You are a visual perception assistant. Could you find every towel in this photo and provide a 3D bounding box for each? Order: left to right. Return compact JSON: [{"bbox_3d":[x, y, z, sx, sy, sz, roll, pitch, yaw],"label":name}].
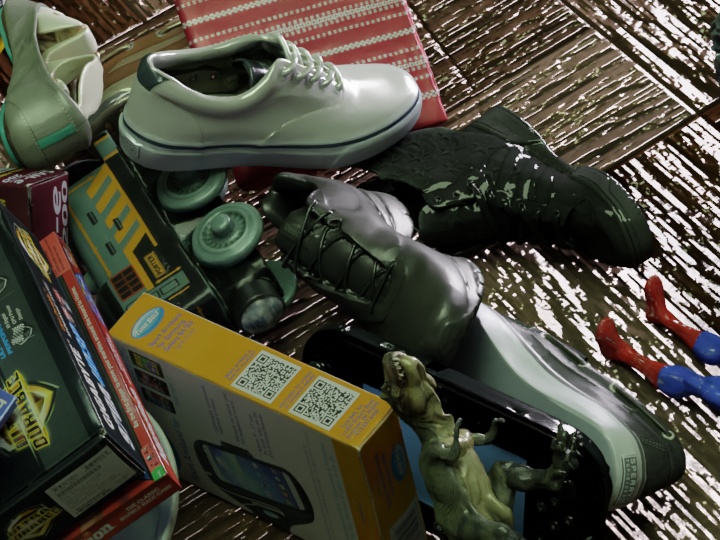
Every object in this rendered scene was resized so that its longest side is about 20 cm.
[{"bbox_3d":[-0.041,-0.159,1.595,0.144,0.022,0.201,-17,81,-13],"label":"towel"}]

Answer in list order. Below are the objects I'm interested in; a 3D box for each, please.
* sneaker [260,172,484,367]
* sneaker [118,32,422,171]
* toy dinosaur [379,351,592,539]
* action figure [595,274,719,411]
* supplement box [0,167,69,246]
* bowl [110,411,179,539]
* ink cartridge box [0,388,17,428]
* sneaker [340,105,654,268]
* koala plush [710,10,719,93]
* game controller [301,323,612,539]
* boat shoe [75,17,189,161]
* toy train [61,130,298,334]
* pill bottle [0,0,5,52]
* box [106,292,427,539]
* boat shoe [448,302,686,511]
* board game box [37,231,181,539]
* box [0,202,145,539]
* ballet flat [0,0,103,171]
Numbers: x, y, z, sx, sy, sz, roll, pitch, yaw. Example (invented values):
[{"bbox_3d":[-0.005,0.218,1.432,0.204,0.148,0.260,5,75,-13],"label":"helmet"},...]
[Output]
[{"bbox_3d":[0.000,0.000,1.433,0.076,0.091,0.200,-63,30,8],"label":"sneaker"},{"bbox_3d":[-0.047,-0.105,1.509,0.199,0.071,0.073,-11,49,-29],"label":"sneaker"},{"bbox_3d":[0.073,0.128,1.284,0.088,0.201,0.047,-16,3,29],"label":"toy dinosaur"},{"bbox_3d":[0.217,0.054,1.372,0.065,0.099,0.200,-41,54,-22],"label":"action figure"},{"bbox_3d":[-0.278,-0.010,1.533,0.199,0.109,0.061,5,13,17],"label":"supplement box"},{"bbox_3d":[-0.186,0.160,1.372,0.200,0.091,0.202,-7,46,8],"label":"bowl"},{"bbox_3d":[-0.258,0.087,1.293,0.200,0.042,0.120,22,74,43],"label":"ink cartridge box"},{"bbox_3d":[0.080,-0.037,1.514,0.104,0.060,0.200,-31,43,-17],"label":"sneaker"},{"bbox_3d":[0.319,-0.102,1.470,0.177,0.184,0.200,-27,67,-28],"label":"koala plush"},{"bbox_3d":[0.049,0.102,1.360,0.200,0.105,0.042,24,32,31],"label":"game controller"},{"bbox_3d":[-0.100,-0.142,1.644,0.199,0.076,0.072,-25,45,-12],"label":"boat shoe"},{"bbox_3d":[-0.120,-0.017,1.531,0.114,0.085,0.200,-33,48,-4],"label":"toy train"},{"bbox_3d":[-0.293,-0.170,1.689,0.111,0.112,0.200,11,52,22],"label":"pill bottle"},{"bbox_3d":[-0.060,0.087,1.389,0.200,0.119,0.041,25,57,31],"label":"box"},{"bbox_3d":[0.108,0.068,1.407,0.066,0.070,0.200,-6,25,-34],"label":"boat shoe"},{"bbox_3d":[-0.173,0.074,1.355,0.103,0.019,0.200,-36,47,5],"label":"board game box"},{"bbox_3d":[-0.216,0.076,1.334,0.159,0.046,0.200,-35,47,5],"label":"box"},{"bbox_3d":[-0.193,-0.126,1.602,0.064,0.068,0.200,-25,31,8],"label":"ballet flat"}]
